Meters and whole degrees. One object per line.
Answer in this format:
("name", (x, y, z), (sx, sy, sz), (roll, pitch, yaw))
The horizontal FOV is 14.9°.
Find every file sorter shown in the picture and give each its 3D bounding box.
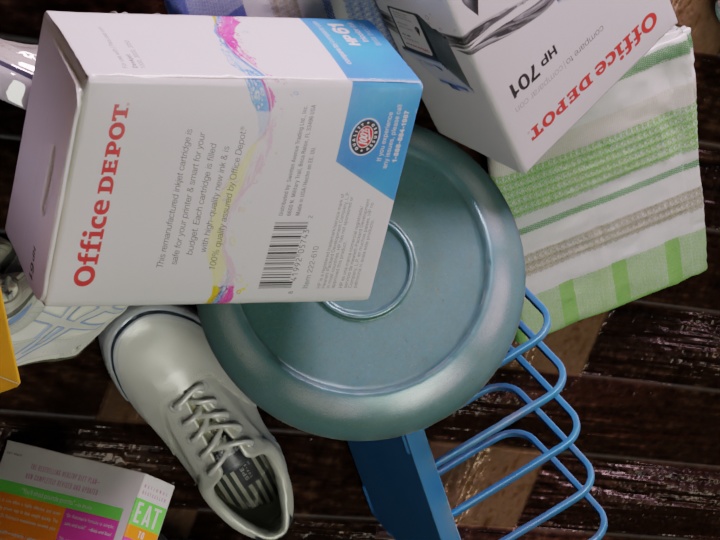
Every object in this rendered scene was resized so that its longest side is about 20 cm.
("file sorter", (0.065, 0.098, 1.752), (0.122, 0.139, 0.201), (-29, 132, -12))

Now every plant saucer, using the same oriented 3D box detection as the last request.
("plant saucer", (0.000, 0.000, 1.633), (0.199, 0.201, 0.027), (-29, 169, -8))

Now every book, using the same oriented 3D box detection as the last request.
("book", (-0.191, 0.211, 1.643), (0.048, 0.133, 0.201), (27, 77, -39))

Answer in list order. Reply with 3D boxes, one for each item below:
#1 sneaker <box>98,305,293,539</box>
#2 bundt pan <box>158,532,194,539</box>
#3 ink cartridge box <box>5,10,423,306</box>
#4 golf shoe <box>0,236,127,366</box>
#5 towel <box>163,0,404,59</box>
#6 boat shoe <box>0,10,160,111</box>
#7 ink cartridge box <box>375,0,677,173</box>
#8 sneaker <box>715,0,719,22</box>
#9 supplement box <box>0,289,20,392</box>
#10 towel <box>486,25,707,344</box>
("sneaker", (-0.092, 0.092, 1.709), (0.073, 0.071, 0.200), (-38, 130, -1))
("bundt pan", (-0.154, 0.250, 1.771), (0.201, 0.076, 0.203), (-18, 130, -22))
("ink cartridge box", (-0.084, -0.061, 1.509), (0.199, 0.085, 0.145), (-1, 123, -27))
("golf shoe", (-0.166, 0.004, 1.627), (0.199, 0.079, 0.097), (-21, 145, -8))
("towel", (-0.023, -0.161, 1.579), (0.200, 0.024, 0.147), (-38, 132, -23))
("boat shoe", (-0.133, -0.115, 1.559), (0.199, 0.071, 0.070), (12, 103, -35))
("ink cartridge box", (0.085, -0.181, 1.593), (0.146, 0.086, 0.200), (-45, 133, -17))
("sneaker", (0.293, -0.119, 1.730), (0.077, 0.140, 0.201), (-28, 130, -8))
("supplement box", (-0.311, -0.012, 1.440), (0.196, 0.200, 0.133), (-19, 128, -16))
("towel", (0.151, -0.057, 1.775), (0.148, 0.031, 0.201), (-20, 130, -13))
